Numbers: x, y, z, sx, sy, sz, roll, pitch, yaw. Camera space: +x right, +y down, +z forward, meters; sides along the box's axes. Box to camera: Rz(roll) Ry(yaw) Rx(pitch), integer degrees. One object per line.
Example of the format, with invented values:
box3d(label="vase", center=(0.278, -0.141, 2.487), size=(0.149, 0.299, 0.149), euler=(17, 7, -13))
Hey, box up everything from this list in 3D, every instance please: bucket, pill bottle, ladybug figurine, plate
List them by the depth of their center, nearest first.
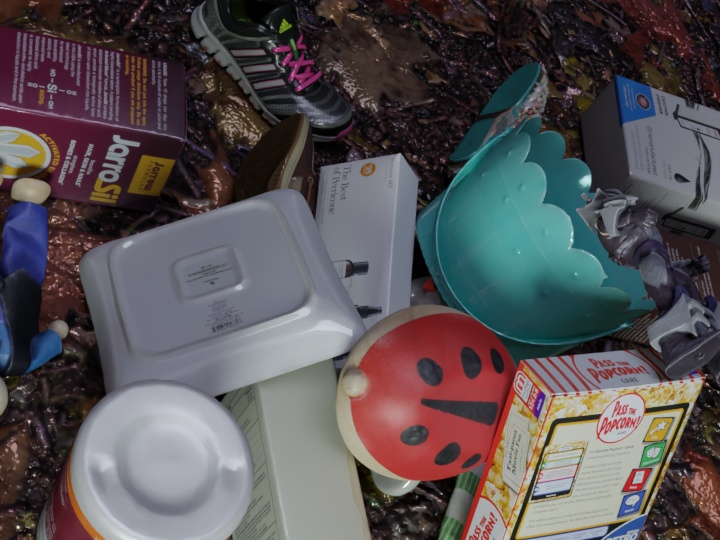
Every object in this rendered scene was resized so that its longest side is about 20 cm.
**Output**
box3d(label="pill bottle", center=(-0.151, 0.166, 0.772), size=(0.113, 0.200, 0.115), euler=(13, 53, -18))
box3d(label="ladybug figurine", center=(0.061, 0.098, 0.892), size=(0.199, 0.071, 0.138), euler=(9, 94, -48))
box3d(label="plate", center=(-0.115, 0.013, 0.917), size=(0.197, 0.033, 0.201), euler=(-17, 43, -9))
box3d(label="bucket", center=(0.153, -0.018, 1.056), size=(0.207, 0.134, 0.208), euler=(44, 25, -26))

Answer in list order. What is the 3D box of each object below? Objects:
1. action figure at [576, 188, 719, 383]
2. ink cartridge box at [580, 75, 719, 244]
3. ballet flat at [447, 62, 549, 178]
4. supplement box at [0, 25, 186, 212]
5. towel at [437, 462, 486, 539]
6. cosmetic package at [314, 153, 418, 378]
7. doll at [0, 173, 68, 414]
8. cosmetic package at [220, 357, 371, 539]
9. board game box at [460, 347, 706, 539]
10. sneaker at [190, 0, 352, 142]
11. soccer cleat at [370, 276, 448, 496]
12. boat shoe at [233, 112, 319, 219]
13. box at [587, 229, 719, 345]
box3d(label="action figure", center=(0.240, 0.000, 0.934), size=(0.129, 0.069, 0.201), euler=(23, 30, -38))
box3d(label="ink cartridge box", center=(0.352, -0.111, 1.302), size=(0.198, 0.084, 0.147), euler=(14, 53, -18))
box3d(label="ballet flat", center=(0.150, -0.141, 1.241), size=(0.064, 0.075, 0.200), euler=(57, 49, -23))
box3d(label="supplement box", center=(-0.253, -0.125, 0.979), size=(0.198, 0.111, 0.087), euler=(8, 55, -22))
box3d(label="towel", center=(0.143, 0.225, 1.002), size=(0.151, 0.023, 0.201), euler=(30, 50, -5))
box3d(label="cosmetic package", center=(0.000, 0.000, 1.019), size=(0.081, 0.051, 0.202), euler=(-7, 61, 21))
box3d(label="doll", center=(-0.286, 0.021, 0.901), size=(0.135, 0.048, 0.202), euler=(14, 59, -31))
box3d(label="cosmetic package", center=(-0.050, 0.176, 0.883), size=(0.072, 0.104, 0.202), euler=(4, 58, -26))
box3d(label="board game box", center=(0.168, 0.159, 0.917), size=(0.150, 0.202, 0.046), euler=(-2, 32, -29))
box3d(label="sneaker", center=(-0.079, -0.210, 1.143), size=(0.200, 0.088, 0.074), euler=(45, 49, 7))
box3d(label="soccer cleat", center=(0.054, 0.101, 1.015), size=(0.078, 0.069, 0.202), euler=(47, 46, -49))
box3d(label="boat shoe", center=(-0.069, -0.059, 1.069), size=(0.072, 0.072, 0.201), euler=(47, 33, -32))
box3d(label="box", center=(0.299, 0.019, 1.194), size=(0.198, 0.075, 0.101), euler=(13, 54, -21))
